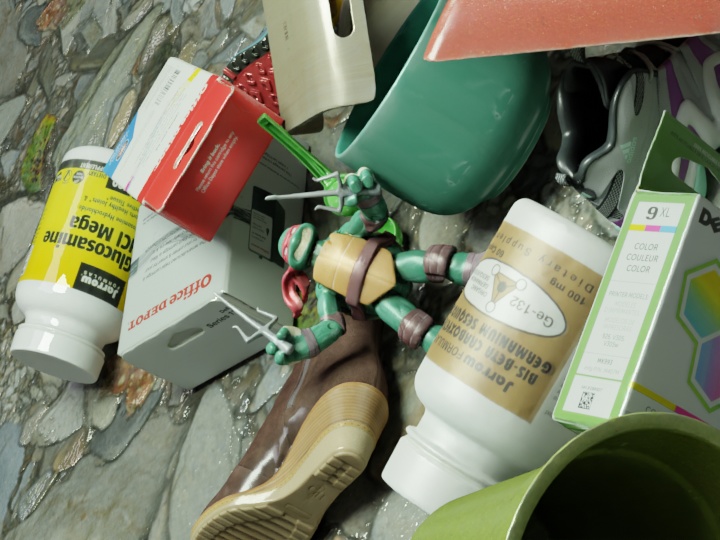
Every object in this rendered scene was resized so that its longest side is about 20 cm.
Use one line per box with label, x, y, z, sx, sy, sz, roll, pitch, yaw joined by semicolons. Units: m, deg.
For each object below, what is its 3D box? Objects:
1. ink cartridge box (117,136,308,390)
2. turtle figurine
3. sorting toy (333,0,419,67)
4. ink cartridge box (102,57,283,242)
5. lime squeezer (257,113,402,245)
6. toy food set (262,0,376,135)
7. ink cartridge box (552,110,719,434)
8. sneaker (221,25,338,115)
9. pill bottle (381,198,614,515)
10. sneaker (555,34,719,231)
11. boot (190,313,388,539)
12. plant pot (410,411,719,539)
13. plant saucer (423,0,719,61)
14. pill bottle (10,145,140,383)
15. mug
ink cartridge box;-0.124;-0.018;1.536;0.146;0.083;0.202;-29;44;39
turtle figurine;0.000;0.000;1.293;0.198;0.101;0.151;18;103;20
sorting toy;0.051;-0.264;1.496;0.200;0.107;0.181;-42;19;27
ink cartridge box;-0.132;-0.097;1.442;0.117;0.067;0.200;-59;23;1
lime squeezer;-0.008;-0.039;1.386;0.038;0.070;0.201;-42;78;39
toy food set;-0.028;-0.185;1.358;0.200;0.060;0.145;169;93;-76
ink cartridge box;0.197;0.018;1.061;0.059;0.103;0.202;5;69;53
sneaker;-0.052;-0.203;1.604;0.200;0.079;0.096;-51;-1;34
pill bottle;0.099;0.067;1.147;0.201;0.114;0.114;-60;33;2
sneaker;0.183;-0.131;1.154;0.077;0.139;0.202;3;69;54
boot;-0.048;0.123;1.367;0.200;0.072;0.167;-38;28;33
plant pot;0.115;0.185;1.003;0.190;0.199;0.202;-16;53;63
plant saucer;0.147;-0.189;1.150;0.197;0.037;0.200;-4;24;13
pill bottle;-0.253;-0.004;1.672;0.112;0.112;0.202;-7;61;51
mug;0.077;-0.130;1.296;0.186;0.114;0.152;-55;10;22
